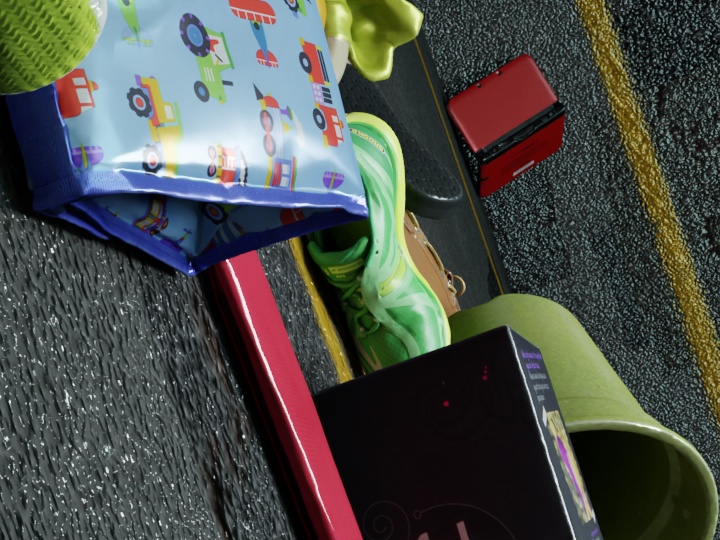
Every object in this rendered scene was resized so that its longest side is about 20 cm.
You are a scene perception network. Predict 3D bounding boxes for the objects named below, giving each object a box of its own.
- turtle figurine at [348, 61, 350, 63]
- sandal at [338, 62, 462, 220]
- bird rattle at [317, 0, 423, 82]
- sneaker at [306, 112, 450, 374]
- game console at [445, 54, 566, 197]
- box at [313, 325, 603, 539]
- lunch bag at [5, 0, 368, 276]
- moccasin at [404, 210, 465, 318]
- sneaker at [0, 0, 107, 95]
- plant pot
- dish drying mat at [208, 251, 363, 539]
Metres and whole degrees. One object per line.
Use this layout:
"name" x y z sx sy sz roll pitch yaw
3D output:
"turtle figurine" 0.009 -0.094 1.276 0.201 0.064 0.162 -99 168 -48
"sandal" -0.005 -0.094 1.144 0.075 0.048 0.201 2 38 -41
"bird rattle" -0.046 -0.187 1.033 0.164 0.112 0.200 -76 147 -45
"sneaker" 0.000 0.000 1.056 0.083 0.074 0.201 -24 101 -55
"game console" 0.261 -0.260 2.930 0.119 0.199 0.173 47 -21 29
"box" 0.067 0.148 0.909 0.106 0.122 0.201 30 41 -71
"lunch bag" -0.086 -0.089 0.615 0.200 0.094 0.151 14 60 -70
"moccasin" 0.038 0.018 1.187 0.202 0.073 0.078 56 41 -35
"sneaker" -0.137 -0.134 0.437 0.105 0.075 0.200 62 -5 31
"plant pot" 0.117 0.120 1.097 0.185 0.199 0.201 -106 173 -54
"dish drying mat" -0.031 0.080 0.792 0.077 0.018 0.201 -70 139 -78
